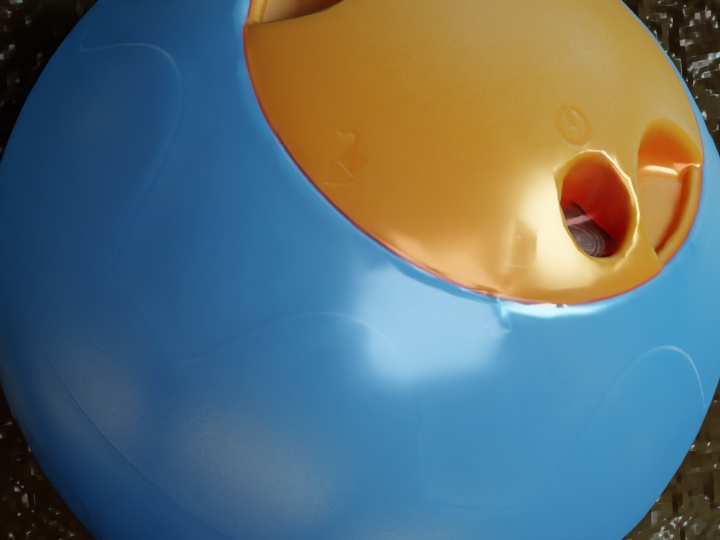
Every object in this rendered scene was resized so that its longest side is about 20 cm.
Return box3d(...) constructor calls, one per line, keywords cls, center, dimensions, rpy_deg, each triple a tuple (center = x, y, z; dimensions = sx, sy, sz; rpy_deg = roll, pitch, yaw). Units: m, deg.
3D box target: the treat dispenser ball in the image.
box3d(cls="treat dispenser ball", center=(0.000, 0.000, 0.805), dimensions=(0.200, 0.201, 0.202), rpy_deg=(-5, 105, -20))
